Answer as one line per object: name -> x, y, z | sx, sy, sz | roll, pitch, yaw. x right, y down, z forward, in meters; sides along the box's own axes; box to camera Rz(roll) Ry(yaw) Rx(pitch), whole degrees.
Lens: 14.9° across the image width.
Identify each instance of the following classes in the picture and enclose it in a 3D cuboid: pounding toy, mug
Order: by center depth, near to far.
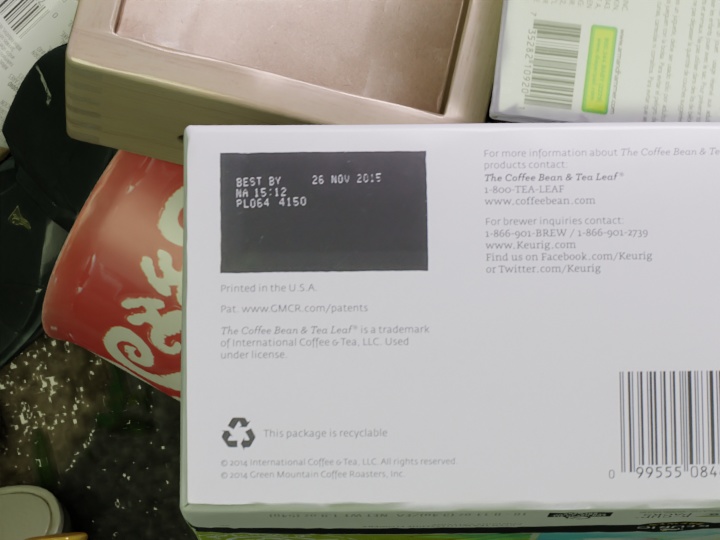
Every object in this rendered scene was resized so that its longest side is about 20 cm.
pounding toy -> -0.041, -0.133, 1.094 | 0.200, 0.142, 0.184 | 14, 75, -2
mug -> -0.004, 0.004, 1.146 | 0.200, 0.133, 0.178 | 32, 106, 9

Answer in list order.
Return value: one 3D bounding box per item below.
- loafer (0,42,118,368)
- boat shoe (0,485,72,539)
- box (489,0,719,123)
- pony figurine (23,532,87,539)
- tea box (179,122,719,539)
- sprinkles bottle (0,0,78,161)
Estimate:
loafer -> -0.132, -0.023, 1.212 | 0.073, 0.072, 0.200 | 52, 130, 15
boat shoe -> -0.204, 0.166, 1.271 | 0.200, 0.057, 0.067 | -35, 49, 14
box -> 0.117, -0.110, 1.052 | 0.101, 0.200, 0.113 | 8, 97, 10
pony figurine -> -0.189, 0.218, 1.178 | 0.193, 0.167, 0.200 | -6, 90, 2
tea box -> 0.038, 0.031, 0.990 | 0.200, 0.197, 0.134 | 0, 80, 0
sprinkles bottle -> -0.155, -0.095, 1.213 | 0.200, 0.068, 0.068 | -42, 83, 17
